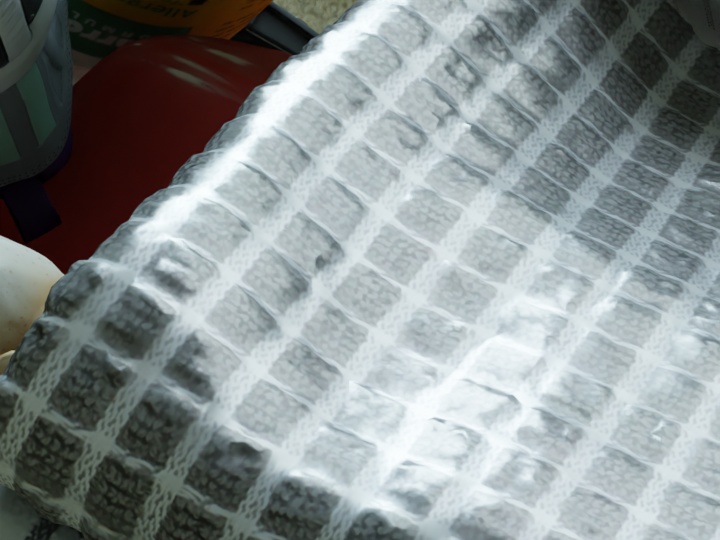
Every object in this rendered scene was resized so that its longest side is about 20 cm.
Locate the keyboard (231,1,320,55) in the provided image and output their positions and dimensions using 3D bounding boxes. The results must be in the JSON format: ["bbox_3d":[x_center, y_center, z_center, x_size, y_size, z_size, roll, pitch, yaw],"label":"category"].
[{"bbox_3d":[-0.089,-0.076,1.046,0.127,0.021,0.200,28,-22,-34],"label":"keyboard"}]

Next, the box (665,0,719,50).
[{"bbox_3d":[0.093,-0.086,0.638,0.176,0.097,0.200,32,-4,17],"label":"box"}]

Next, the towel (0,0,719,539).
[{"bbox_3d":[0.042,0.024,0.509,0.165,0.086,0.200,28,40,10],"label":"towel"}]

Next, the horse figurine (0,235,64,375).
[{"bbox_3d":[-0.084,0.012,0.603,0.200,0.050,0.133,32,6,7],"label":"horse figurine"}]

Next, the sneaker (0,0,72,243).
[{"bbox_3d":[-0.113,-0.100,0.717,0.088,0.074,0.200,78,-3,-52],"label":"sneaker"}]

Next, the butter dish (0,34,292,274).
[{"bbox_3d":[0.000,0.000,0.757,0.200,0.148,0.199,34,2,33],"label":"butter dish"}]

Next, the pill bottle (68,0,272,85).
[{"bbox_3d":[-0.054,-0.121,0.785,0.113,0.113,0.200,32,-31,-16],"label":"pill bottle"}]
